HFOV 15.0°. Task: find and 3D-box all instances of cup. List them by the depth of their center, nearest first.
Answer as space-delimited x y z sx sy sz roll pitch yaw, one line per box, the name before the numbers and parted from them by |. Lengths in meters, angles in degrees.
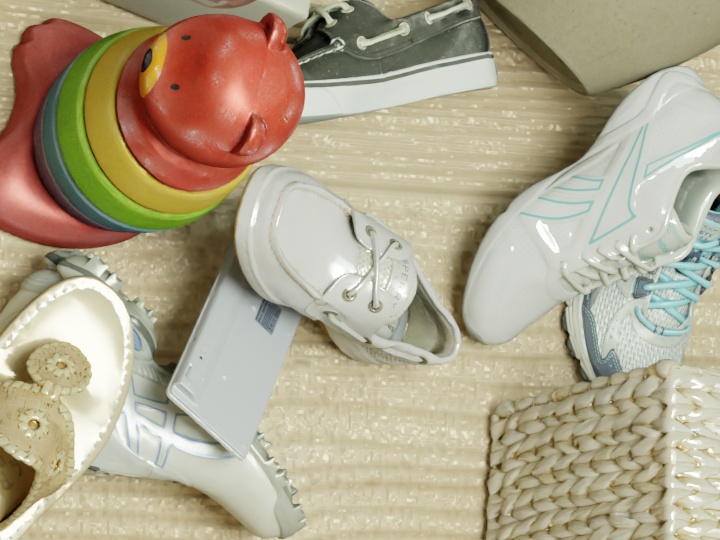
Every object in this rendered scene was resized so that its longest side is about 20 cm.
cup | 0.142 -0.187 1.580 0.200 0.200 0.143 43 89 -18

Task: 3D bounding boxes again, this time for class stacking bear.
stacking bear | -0.100 -0.079 1.391 0.114 0.200 0.122 27 69 -25

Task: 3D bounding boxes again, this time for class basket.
basket | 0.195 0.153 1.535 0.199 0.198 0.161 11 74 -28

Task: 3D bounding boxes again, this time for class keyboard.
keyboard | -0.056 0.019 1.465 0.056 0.011 0.200 48 35 -21

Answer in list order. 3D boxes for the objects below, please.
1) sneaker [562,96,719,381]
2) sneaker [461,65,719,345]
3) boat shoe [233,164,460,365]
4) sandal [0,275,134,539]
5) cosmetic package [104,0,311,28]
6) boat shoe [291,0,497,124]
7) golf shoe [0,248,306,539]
sneaker | 0.178 -0.015 1.615 0.077 0.086 0.201 16 75 -28
sneaker | 0.140 -0.026 1.560 0.200 0.080 0.070 -45 148 3
boat shoe | 0.000 0.000 1.462 0.200 0.069 0.071 38 68 -57
sandal | -0.176 0.100 1.355 0.078 0.070 0.212 38 84 -14
cosmetic package | -0.122 -0.204 1.465 0.200 0.087 0.104 19 72 -27
boat shoe | -0.009 -0.119 1.531 0.200 0.071 0.064 -14 95 -40
golf shoe | -0.118 0.085 1.442 0.097 0.078 0.200 -46 101 -11
